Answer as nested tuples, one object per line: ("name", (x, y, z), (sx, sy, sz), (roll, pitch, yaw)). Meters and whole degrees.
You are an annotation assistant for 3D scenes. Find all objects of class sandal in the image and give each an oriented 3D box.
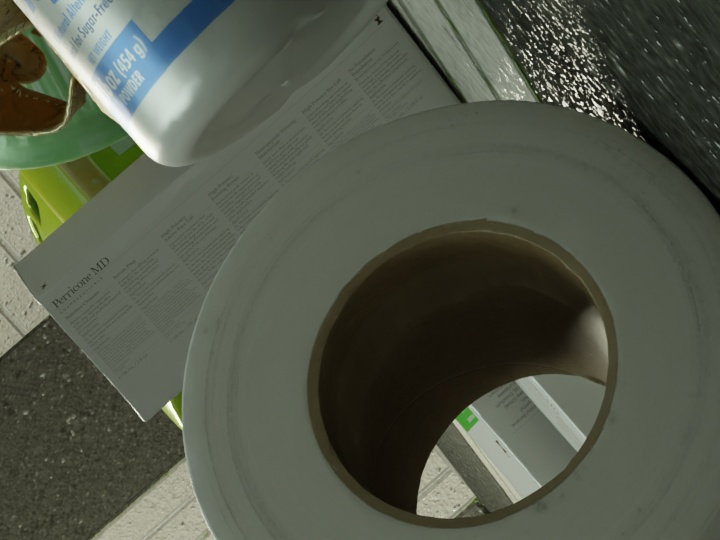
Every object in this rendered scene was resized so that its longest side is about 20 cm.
("sandal", (-0.156, -0.093, 1.319), (0.078, 0.070, 0.212), (51, 176, -22))

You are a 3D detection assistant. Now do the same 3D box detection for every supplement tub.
("supplement tub", (-0.087, -0.151, 1.071), (0.200, 0.132, 0.132), (48, 176, 5))

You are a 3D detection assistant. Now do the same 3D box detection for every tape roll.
("tape roll", (0.052, 0.060, 1.011), (0.203, 0.202, 0.139), (47, 176, 29))

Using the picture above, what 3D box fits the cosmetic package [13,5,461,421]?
("cosmetic package", (-0.051, -0.033, 1.284), (0.083, 0.200, 0.051), (51, 177, -30))

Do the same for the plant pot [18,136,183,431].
("plant pot", (-0.102, -0.055, 1.778), (0.199, 0.200, 0.182), (47, 170, 35))

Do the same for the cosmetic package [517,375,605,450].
("cosmetic package", (0.150, 0.100, 1.285), (0.200, 0.051, 0.083), (48, 178, 12))

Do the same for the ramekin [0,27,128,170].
("ramekin", (-0.179, -0.162, 1.594), (0.200, 0.200, 0.098), (46, 168, 43))

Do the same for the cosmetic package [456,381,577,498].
("cosmetic package", (0.115, 0.085, 1.417), (0.200, 0.085, 0.108), (50, 174, 6))
